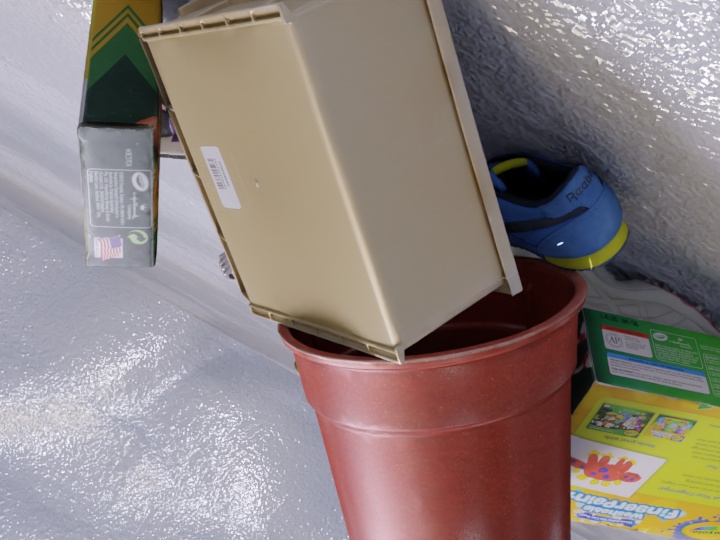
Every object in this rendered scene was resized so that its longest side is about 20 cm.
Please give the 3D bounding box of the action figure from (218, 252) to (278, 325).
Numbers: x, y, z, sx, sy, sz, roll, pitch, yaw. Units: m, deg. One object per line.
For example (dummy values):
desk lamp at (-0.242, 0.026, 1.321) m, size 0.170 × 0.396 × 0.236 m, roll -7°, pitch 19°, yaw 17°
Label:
action figure at (-0.082, 0.001, 1.067) m, size 0.119 × 0.102 × 0.200 m, roll 48°, pitch -171°, yaw 6°

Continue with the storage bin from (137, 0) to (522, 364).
storage bin at (-0.027, -0.069, 0.591) m, size 0.198 × 0.093 × 0.202 m, roll 13°, pitch 128°, yaw 54°

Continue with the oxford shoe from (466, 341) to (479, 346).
oxford shoe at (0.091, 0.092, 0.827) m, size 0.074 × 0.071 × 0.201 m, roll 41°, pitch 154°, yaw 11°

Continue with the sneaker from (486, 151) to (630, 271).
sneaker at (0.092, -0.054, 0.687) m, size 0.199 × 0.066 × 0.079 m, roll 12°, pitch 148°, yaw 51°

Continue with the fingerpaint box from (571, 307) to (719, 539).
fingerpaint box at (0.227, 0.124, 0.750) m, size 0.197 × 0.074 × 0.168 m, roll 11°, pitch 134°, yaw -9°

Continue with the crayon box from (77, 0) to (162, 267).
crayon box at (-0.168, -0.118, 0.714) m, size 0.050 × 0.202 × 0.128 m, roll 1°, pitch 137°, yaw -11°

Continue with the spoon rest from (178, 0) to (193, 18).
spoon rest at (-0.087, -0.101, 0.724) m, size 0.099 × 0.060 × 0.203 m, roll 173°, pitch 79°, yaw -74°

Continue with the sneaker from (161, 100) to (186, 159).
sneaker at (-0.165, -0.143, 0.853) m, size 0.198 × 0.089 × 0.075 m, roll 8°, pitch -167°, yaw 41°

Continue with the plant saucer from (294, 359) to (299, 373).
plant saucer at (0.047, 0.087, 1.039) m, size 0.198 × 0.048 × 0.200 m, roll 30°, pitch -154°, yaw -2°

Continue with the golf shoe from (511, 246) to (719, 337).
golf shoe at (0.187, 0.041, 0.771) m, size 0.198 × 0.092 × 0.075 m, roll 27°, pitch 166°, yaw 0°

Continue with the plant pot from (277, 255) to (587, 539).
plant pot at (0.058, 0.112, 0.662) m, size 0.200 × 0.199 × 0.198 m, roll 12°, pitch 116°, yaw 52°
